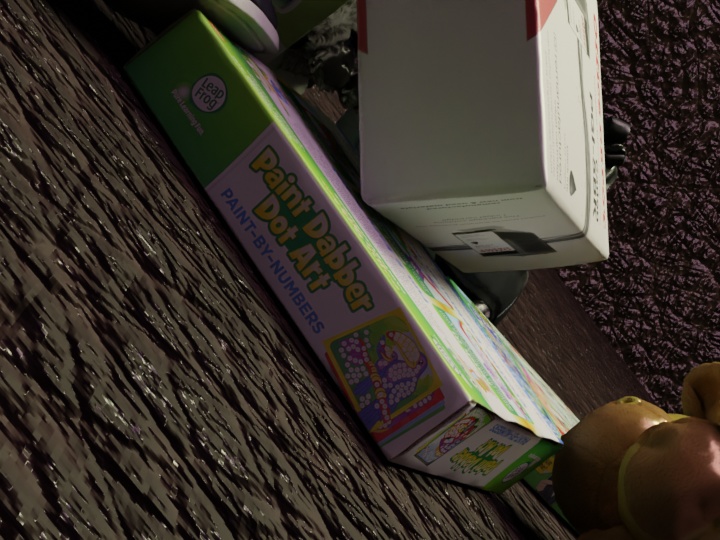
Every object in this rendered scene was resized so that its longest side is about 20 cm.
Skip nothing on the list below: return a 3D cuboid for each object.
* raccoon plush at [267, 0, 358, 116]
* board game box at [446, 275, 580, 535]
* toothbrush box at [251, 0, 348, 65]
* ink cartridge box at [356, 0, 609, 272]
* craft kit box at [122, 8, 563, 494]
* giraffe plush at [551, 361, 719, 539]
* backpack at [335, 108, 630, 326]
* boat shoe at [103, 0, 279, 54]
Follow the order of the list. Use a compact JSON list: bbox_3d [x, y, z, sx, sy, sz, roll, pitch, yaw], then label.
[{"bbox_3d":[0.011,-0.168,1.046,0.097,0.200,0.134,47,-1,-31],"label":"raccoon plush"},{"bbox_3d":[0.112,0.102,1.088,0.200,0.029,0.135,46,9,-45],"label":"board game box"},{"bbox_3d":[-0.033,-0.206,0.959,0.086,0.200,0.146,49,7,-37],"label":"toothbrush box"},{"bbox_3d":[0.063,-0.086,0.883,0.200,0.083,0.147,27,60,-73],"label":"ink cartridge box"},{"bbox_3d":[0.000,0.000,0.809,0.200,0.049,0.198,55,5,19],"label":"craft kit box"},{"bbox_3d":[0.157,0.114,0.866,0.200,0.173,0.162,58,-5,-32],"label":"giraffe plush"},{"bbox_3d":[0.064,-0.057,1.135,0.127,0.167,0.200,35,5,17],"label":"backpack"},{"bbox_3d":[-0.082,-0.140,0.754,0.076,0.060,0.200,8,-9,20],"label":"boat shoe"}]
